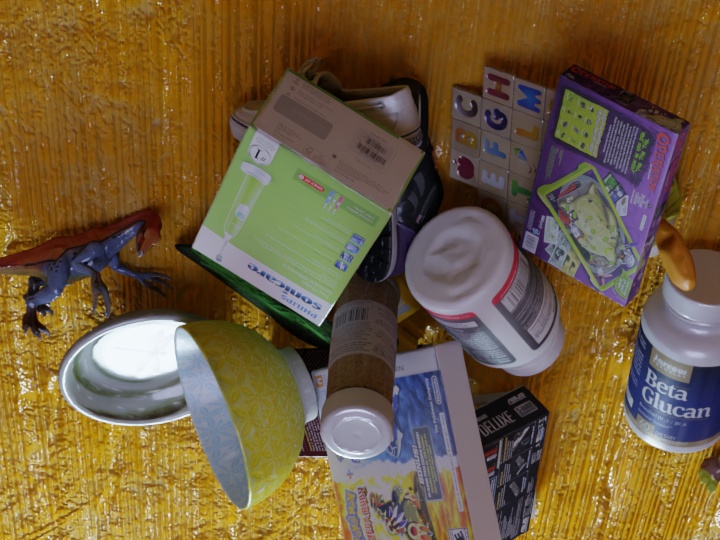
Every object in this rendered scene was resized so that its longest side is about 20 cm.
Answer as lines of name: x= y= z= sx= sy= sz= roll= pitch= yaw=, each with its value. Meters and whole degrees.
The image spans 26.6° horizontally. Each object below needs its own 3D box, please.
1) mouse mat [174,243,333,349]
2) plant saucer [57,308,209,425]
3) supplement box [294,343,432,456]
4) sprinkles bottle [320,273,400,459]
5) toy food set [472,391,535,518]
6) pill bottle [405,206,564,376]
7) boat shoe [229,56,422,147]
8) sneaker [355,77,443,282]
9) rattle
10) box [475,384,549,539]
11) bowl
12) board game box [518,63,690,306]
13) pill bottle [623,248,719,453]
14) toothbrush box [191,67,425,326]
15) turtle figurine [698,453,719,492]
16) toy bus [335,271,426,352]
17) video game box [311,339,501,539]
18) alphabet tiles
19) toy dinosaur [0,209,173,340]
mouse mat: x=-0.092 y=0.030 z=1.569 sx=0.199 sy=0.008 sz=0.161 roll=38 pitch=166 yaw=-22
plant saucer: x=-0.232 y=0.095 z=1.664 sx=0.198 sy=0.051 sz=0.201 roll=-10 pitch=142 yaw=-8
supplement box: x=-0.009 y=0.142 z=1.647 sx=0.198 sy=0.061 sz=0.110 roll=-3 pitch=117 yaw=26
sprinkles bottle: x=0.002 y=0.085 z=1.448 sx=0.067 sy=0.201 sz=0.069 roll=2 pitch=130 yaw=3
toy food set: x=0.127 y=0.221 z=1.745 sx=0.142 sy=0.061 sz=0.201 roll=-7 pitch=133 yaw=-1
pill bottle: x=0.132 y=0.029 z=1.504 sx=0.110 sy=0.112 sz=0.200 roll=-15 pitch=147 yaw=22
boat shoe: x=-0.039 y=-0.158 z=1.398 sx=0.200 sy=0.075 sz=0.087 roll=9 pitch=121 yaw=33
sneaker: x=0.042 y=-0.093 z=1.471 sx=0.075 sy=0.087 sz=0.202 roll=29 pitch=120 yaw=36
rattle: x=0.206 y=-0.036 z=1.441 sx=0.198 sy=0.144 sz=0.131 roll=9 pitch=147 yaw=-6
box: x=0.119 y=0.236 z=1.635 sx=0.157 sy=0.050 sz=0.201 roll=-24 pitch=138 yaw=-26
bowl: x=-0.108 y=0.135 z=1.571 sx=0.107 sy=0.201 sz=0.202 roll=-19 pitch=135 yaw=-19
board game box: x=0.213 y=-0.073 z=1.354 sx=0.120 sy=0.032 sz=0.201 roll=34 pitch=138 yaw=25
pill bottle: x=0.333 y=0.080 z=1.539 sx=0.110 sy=0.112 sz=0.201 roll=5 pitch=132 yaw=4
toothbrush box: x=-0.051 y=-0.062 z=1.378 sx=0.145 sy=0.086 sz=0.200 roll=31 pitch=141 yaw=-1
turtle figurine: x=0.450 y=0.202 z=1.662 sx=0.199 sy=0.065 sz=0.161 roll=28 pitch=138 yaw=-27
toy bus: x=0.000 y=0.000 z=1.553 sx=0.078 sy=0.065 sz=0.200 roll=-32 pitch=120 yaw=29
video game box: x=0.042 y=0.182 z=1.518 sx=0.047 sy=0.202 sz=0.181 roll=-9 pitch=175 yaw=-43
alphabet tiles: x=0.166 y=-0.096 z=1.406 sx=0.199 sy=0.006 sz=0.168 roll=25 pitch=134 yaw=29
toy dinosaur: x=-0.291 y=-0.013 z=1.579 sx=0.199 sy=0.105 sz=0.182 roll=37 pitch=108 yaw=-8
